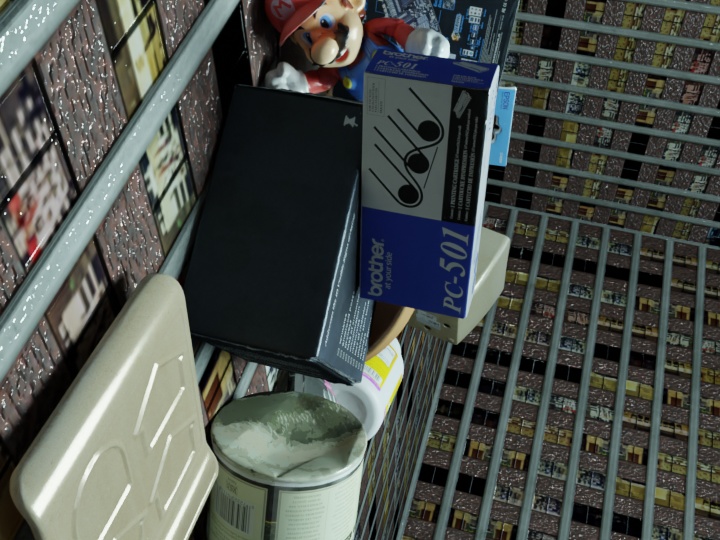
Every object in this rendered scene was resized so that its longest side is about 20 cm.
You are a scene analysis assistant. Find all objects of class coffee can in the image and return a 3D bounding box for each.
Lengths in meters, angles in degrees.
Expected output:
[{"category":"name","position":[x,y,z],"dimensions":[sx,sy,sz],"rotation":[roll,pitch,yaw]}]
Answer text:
[{"category":"coffee can","position":[-0.074,0.239,0.852],"dimensions":[0.147,0.143,0.204],"rotation":[-53,152,-66]}]

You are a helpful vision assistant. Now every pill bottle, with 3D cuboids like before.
[{"category":"pill bottle","position":[0.002,0.152,1.265],"dimensions":[0.200,0.102,0.106],"rotation":[-51,151,-66]}]

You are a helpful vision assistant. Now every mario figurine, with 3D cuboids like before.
[{"category":"mario figurine","position":[-0.002,-0.168,0.768],"dimensions":[0.124,0.199,0.106],"rotation":[-55,-152,-3]}]

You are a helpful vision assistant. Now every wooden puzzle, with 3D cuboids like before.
[{"category":"wooden puzzle","position":[-0.158,0.132,0.595],"dimensions":[0.187,0.045,0.203],"rotation":[-68,160,-46]}]

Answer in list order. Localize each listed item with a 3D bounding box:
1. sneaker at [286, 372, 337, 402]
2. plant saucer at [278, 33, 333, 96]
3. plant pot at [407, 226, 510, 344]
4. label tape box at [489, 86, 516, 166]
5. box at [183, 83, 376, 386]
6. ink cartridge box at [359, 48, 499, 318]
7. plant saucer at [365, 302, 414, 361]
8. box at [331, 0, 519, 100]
[{"category":"sneaker","position":[-0.077,0.193,1.008],"dimensions":[0.081,0.085,0.203],"rotation":[50,27,-41]},{"category":"plant saucer","position":[-0.032,-0.229,0.887],"dimensions":[0.200,0.036,0.205],"rotation":[11,90,-79]},{"category":"plant pot","position":[0.169,0.023,1.802],"dimensions":[0.179,0.197,0.201],"rotation":[-60,162,-27]},{"category":"label tape box","position":[0.092,-0.210,1.106],"dimensions":[0.144,0.196,0.067],"rotation":[83,21,-59]},{"category":"box","position":[-0.050,-0.020,0.774],"dimensions":[0.197,0.121,0.204],"rotation":[58,44,-75]},{"category":"ink cartridge box","position":[0.049,-0.062,0.696],"dimensions":[0.044,0.092,0.203],"rotation":[-64,161,-50]},{"category":"plant saucer","position":[0.000,0.000,0.912],"dimensions":[0.037,0.198,0.204],"rotation":[21,79,-40]},{"category":"box","position":[0.060,-0.231,0.804],"dimensions":[0.202,0.156,0.046],"rotation":[97,8,-46]}]
